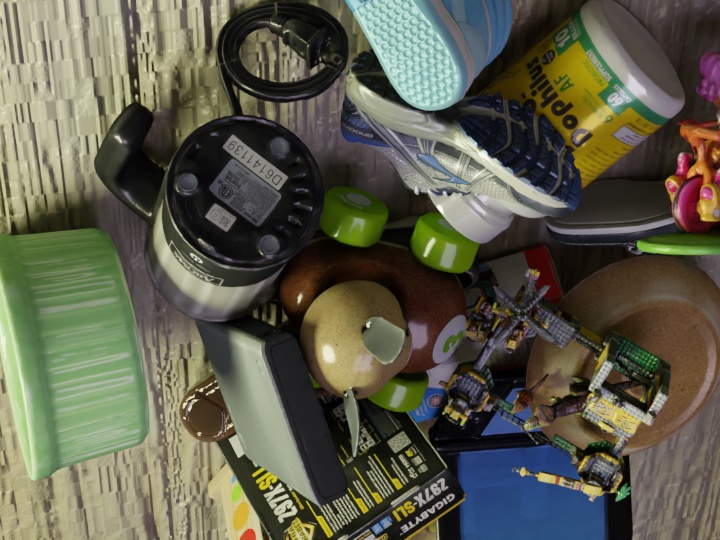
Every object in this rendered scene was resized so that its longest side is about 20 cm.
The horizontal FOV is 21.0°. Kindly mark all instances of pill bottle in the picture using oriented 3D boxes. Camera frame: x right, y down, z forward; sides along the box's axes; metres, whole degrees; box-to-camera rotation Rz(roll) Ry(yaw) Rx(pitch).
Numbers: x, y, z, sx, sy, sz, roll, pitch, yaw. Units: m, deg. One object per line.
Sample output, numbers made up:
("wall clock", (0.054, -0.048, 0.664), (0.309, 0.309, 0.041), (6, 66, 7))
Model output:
("pill bottle", (0.147, -0.113, 1.535), (0.200, 0.113, 0.113), (-39, 130, 24))

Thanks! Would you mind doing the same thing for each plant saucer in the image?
("plant saucer", (0.242, 0.085, 1.688), (0.200, 0.035, 0.201), (-10, 119, -18))

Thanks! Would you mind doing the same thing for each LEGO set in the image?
("LEGO set", (0.161, 0.104, 1.590), (0.200, 0.116, 0.154), (39, 106, 0))

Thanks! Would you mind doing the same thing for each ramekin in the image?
("ramekin", (-0.235, 0.061, 1.560), (0.097, 0.200, 0.200), (-11, 136, -14))

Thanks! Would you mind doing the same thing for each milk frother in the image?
("milk frother", (-0.087, -0.084, 1.503), (0.200, 0.181, 0.188), (-36, 177, -17))

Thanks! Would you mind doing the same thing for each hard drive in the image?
("hard drive", (-0.075, 0.105, 1.580), (0.033, 0.200, 0.140), (-23, 103, -16))

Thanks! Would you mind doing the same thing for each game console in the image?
("game console", (0.173, 0.172, 1.738), (0.199, 0.119, 0.172), (-3, 148, -21))

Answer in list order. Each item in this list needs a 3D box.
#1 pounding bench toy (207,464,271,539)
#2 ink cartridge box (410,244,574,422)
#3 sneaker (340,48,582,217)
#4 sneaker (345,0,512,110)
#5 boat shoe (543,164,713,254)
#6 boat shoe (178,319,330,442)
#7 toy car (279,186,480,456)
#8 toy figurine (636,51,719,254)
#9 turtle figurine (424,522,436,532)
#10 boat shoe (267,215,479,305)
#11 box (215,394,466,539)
("pounding bench toy", (-0.029, 0.216, 1.783), (0.124, 0.156, 0.200), (22, 125, -30))
("ink cartridge box", (0.124, 0.052, 1.722), (0.199, 0.067, 0.116), (-16, 138, 2))
("sneaker", (0.074, -0.092, 1.474), (0.200, 0.077, 0.085), (29, 136, 2))
("sneaker", (0.042, -0.227, 1.433), (0.079, 0.131, 0.200), (-15, 104, 35))
("boat shoe", (0.253, -0.042, 1.657), (0.199, 0.076, 0.060), (-8, 129, -5))
("boat shoe", (-0.067, 0.080, 1.707), (0.202, 0.075, 0.075), (-23, 100, 19))
("toy car", (0.014, 0.055, 1.530), (0.157, 0.200, 0.165), (15, 113, -10))
("toy figurine", (0.304, -0.111, 1.539), (0.200, 0.150, 0.185), (-5, 98, -33))
("turtle figurine", (0.120, 0.230, 1.899), (0.199, 0.065, 0.162), (0, 134, -13))
("boat shoe", (0.000, 0.000, 1.646), (0.201, 0.061, 0.072), (-10, 136, -4))
("box", (-0.022, 0.170, 1.686), (0.160, 0.200, 0.049), (-36, 131, -2))
